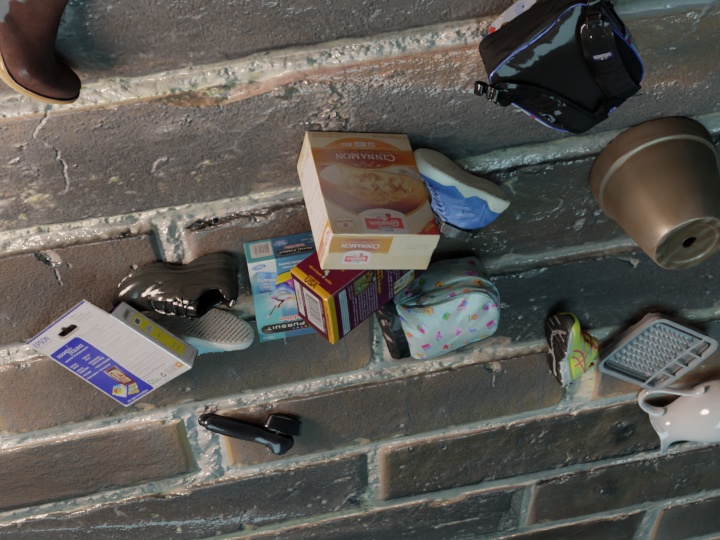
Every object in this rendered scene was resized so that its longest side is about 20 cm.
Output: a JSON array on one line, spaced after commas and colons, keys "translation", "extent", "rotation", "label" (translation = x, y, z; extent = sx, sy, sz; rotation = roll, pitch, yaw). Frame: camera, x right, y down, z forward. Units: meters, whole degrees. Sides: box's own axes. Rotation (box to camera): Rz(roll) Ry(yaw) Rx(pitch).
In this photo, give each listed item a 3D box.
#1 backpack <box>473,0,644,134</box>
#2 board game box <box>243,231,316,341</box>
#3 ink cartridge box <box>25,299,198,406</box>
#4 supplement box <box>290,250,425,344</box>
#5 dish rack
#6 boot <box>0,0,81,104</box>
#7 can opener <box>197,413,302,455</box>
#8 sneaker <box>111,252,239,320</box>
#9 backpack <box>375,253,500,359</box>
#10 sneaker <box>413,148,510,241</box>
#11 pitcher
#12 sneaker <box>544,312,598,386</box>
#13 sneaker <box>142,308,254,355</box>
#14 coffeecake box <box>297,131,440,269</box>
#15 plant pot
[{"translation": [0.268, -0.277, 1.528], "extent": [0.200, 0.154, 0.190], "rotation": [-32, 130, 29], "label": "backpack"}, {"translation": [-0.098, 0.025, 1.852], "extent": [0.150, 0.047, 0.200], "rotation": [-10, 140, -6], "label": "board game box"}, {"translation": [-0.388, 0.120, 1.823], "extent": [0.200, 0.047, 0.197], "rotation": [39, 136, -22], "label": "ink cartridge box"}, {"translation": [0.000, 0.000, 1.754], "extent": [0.200, 0.086, 0.111], "rotation": [-37, 147, -24], "label": "supplement box"}, {"translation": [0.556, 0.147, 2.208], "extent": [0.200, 0.044, 0.172], "rotation": [20, 130, -35], "label": "dish rack"}, {"translation": [-0.371, -0.291, 1.369], "extent": [0.166, 0.072, 0.200], "rotation": [-35, 133, 26], "label": "boot"}, {"translation": [-0.205, 0.292, 2.138], "extent": [0.200, 0.079, 0.063], "rotation": [14, 172, -27], "label": "can opener"}, {"translation": [-0.279, 0.035, 1.773], "extent": [0.199, 0.091, 0.076], "rotation": [-14, 143, 1], "label": "sneaker"}, {"translation": [0.126, 0.061, 1.904], "extent": [0.199, 0.127, 0.167], "rotation": [-19, 138, 0], "label": "backpack"}, {"translation": [0.124, -0.103, 1.746], "extent": [0.200, 0.077, 0.111], "rotation": [20, 121, -43], "label": "sneaker"}, {"translation": [0.674, 0.277, 2.355], "extent": [0.200, 0.121, 0.172], "rotation": [-21, 126, 25], "label": "pitcher"}, {"translation": [0.389, 0.130, 2.120], "extent": [0.090, 0.078, 0.200], "rotation": [-21, 147, -6], "label": "sneaker"}, {"translation": [-0.274, 0.109, 1.883], "extent": [0.199, 0.074, 0.082], "rotation": [7, 140, -8], "label": "sneaker"}, {"translation": [0.008, -0.098, 1.618], "extent": [0.153, 0.200, 0.073], "rotation": [0, 139, -18], "label": "coffeecake box"}, {"translation": [0.470, -0.103, 1.782], "extent": [0.199, 0.174, 0.200], "rotation": [-8, 140, -7], "label": "plant pot"}]
